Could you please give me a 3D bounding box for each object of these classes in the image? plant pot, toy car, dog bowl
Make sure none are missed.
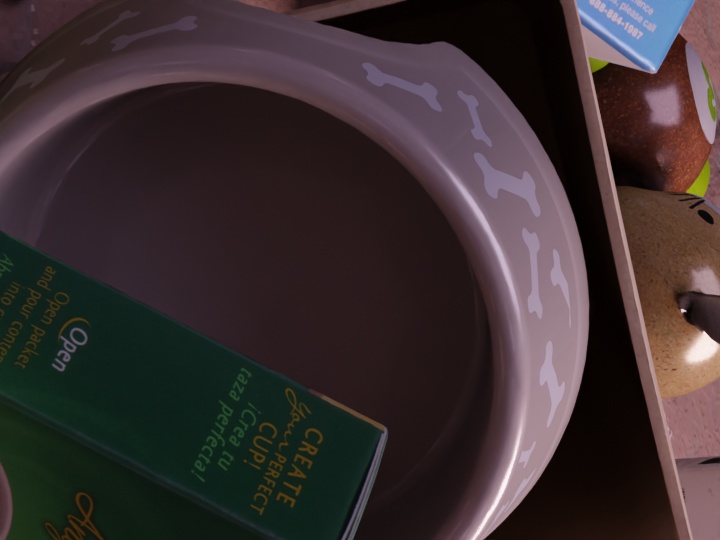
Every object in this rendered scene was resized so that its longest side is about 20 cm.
[{"bbox_3d":[0.000,0.000,0.726,0.177,0.198,0.202,-59,136,-71],"label":"plant pot"},{"bbox_3d":[0.127,-0.010,0.905,0.158,0.200,0.164,-46,144,-5],"label":"toy car"},{"bbox_3d":[-0.036,0.018,0.614,0.059,0.198,0.202,-59,137,-71],"label":"dog bowl"}]

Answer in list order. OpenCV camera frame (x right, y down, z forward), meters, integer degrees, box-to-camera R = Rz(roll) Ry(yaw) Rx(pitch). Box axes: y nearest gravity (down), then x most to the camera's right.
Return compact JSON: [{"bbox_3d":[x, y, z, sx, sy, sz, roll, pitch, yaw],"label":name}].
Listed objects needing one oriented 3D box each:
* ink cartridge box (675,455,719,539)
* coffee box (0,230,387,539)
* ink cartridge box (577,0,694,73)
[{"bbox_3d":[0.217,0.150,1.071,0.068,0.199,0.117,-5,89,-61],"label":"ink cartridge box"},{"bbox_3d":[-0.105,0.038,0.481,0.123,0.199,0.044,-62,-178,45],"label":"coffee box"},{"bbox_3d":[0.085,-0.198,0.788,0.146,0.084,0.201,31,85,-33],"label":"ink cartridge box"}]
